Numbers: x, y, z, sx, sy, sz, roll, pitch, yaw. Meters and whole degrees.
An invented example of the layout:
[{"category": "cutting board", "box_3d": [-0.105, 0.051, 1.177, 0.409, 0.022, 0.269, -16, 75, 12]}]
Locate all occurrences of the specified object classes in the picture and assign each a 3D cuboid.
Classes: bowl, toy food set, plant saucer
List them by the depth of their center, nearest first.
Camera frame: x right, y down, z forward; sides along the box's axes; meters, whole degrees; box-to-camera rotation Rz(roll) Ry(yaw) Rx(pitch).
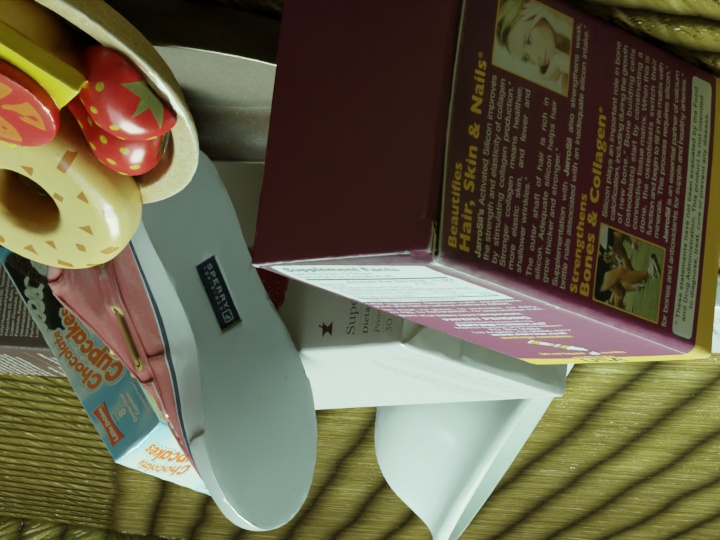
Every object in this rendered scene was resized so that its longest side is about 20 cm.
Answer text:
[{"category": "toy food set", "box_3d": [-0.164, -0.079, 1.287, 0.198, 0.049, 0.200, 32, 155, -15]}, {"category": "plant saucer", "box_3d": [-0.083, -0.089, 1.370, 0.200, 0.032, 0.200, 7, 169, 1]}, {"category": "bowl", "box_3d": [0.063, 0.047, 1.637, 0.090, 0.201, 0.201, 33, 170, 6]}]

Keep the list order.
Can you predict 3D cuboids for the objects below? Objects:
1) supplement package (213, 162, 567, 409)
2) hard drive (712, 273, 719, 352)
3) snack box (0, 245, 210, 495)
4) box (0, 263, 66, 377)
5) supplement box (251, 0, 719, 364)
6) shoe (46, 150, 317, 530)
[{"category": "supplement package", "box_3d": [0.000, 0.000, 1.529, 0.120, 0.121, 0.200, 17, 164, -40]}, {"category": "hard drive", "box_3d": [0.177, 0.025, 1.783, 0.200, 0.027, 0.132, 2, 168, 19]}, {"category": "snack box", "box_3d": [-0.135, 0.028, 1.619, 0.037, 0.200, 0.116, -40, 151, 13]}, {"category": "box", "box_3d": [-0.219, 0.025, 1.907, 0.200, 0.075, 0.100, 1, 168, 18]}, {"category": "supplement box", "box_3d": [0.061, -0.041, 1.272, 0.103, 0.131, 0.200, -3, 164, 40]}, {"category": "shoe", "box_3d": [-0.090, 0.032, 1.467, 0.071, 0.200, 0.091, -29, -163, -36]}]
